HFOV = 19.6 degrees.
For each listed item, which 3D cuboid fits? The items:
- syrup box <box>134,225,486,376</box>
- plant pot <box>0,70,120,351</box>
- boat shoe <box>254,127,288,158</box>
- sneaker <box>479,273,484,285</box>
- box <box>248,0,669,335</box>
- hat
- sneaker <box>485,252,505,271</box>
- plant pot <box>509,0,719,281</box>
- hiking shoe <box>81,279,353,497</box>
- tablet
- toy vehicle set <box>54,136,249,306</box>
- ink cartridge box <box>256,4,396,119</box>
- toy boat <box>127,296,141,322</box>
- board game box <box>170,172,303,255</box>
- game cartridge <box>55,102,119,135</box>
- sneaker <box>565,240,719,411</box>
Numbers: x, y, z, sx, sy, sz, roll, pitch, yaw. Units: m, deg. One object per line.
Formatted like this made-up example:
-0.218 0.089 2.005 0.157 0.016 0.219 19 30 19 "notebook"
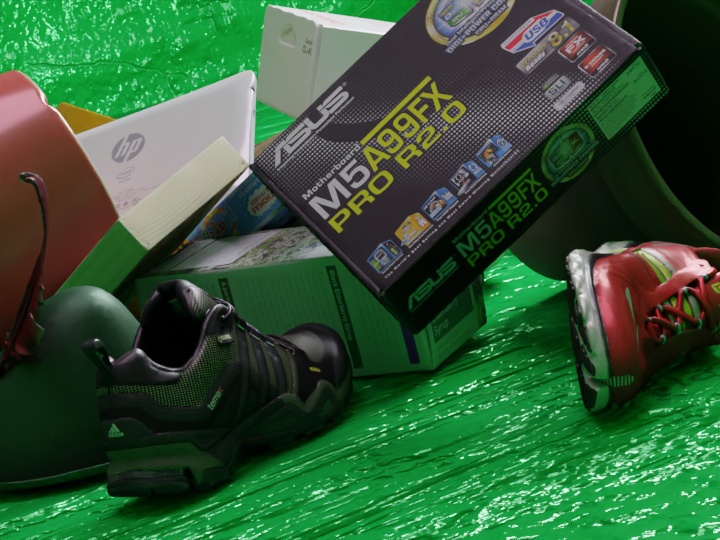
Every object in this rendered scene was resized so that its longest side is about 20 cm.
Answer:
-0.031 0.019 1.280 0.199 0.082 0.079 -5 18 31 "syrup box"
-0.266 -0.029 1.388 0.177 0.201 0.200 -34 15 -14 "plant pot"
-0.102 -0.077 1.655 0.199 0.065 0.072 -12 16 39 "boat shoe"
0.000 0.000 1.358 0.199 0.079 0.079 -8 17 32 "sneaker"
0.052 -0.080 1.188 0.200 0.044 0.160 -43 44 -1 "box"
-0.175 0.019 1.195 0.199 0.177 0.165 -4 13 41 "hat"
0.055 -0.039 1.502 0.104 0.076 0.200 -27 12 -36 "sneaker"
0.171 -0.075 1.306 0.199 0.201 0.173 -23 -2 -43 "plant pot"
-0.070 0.048 1.122 0.075 0.101 0.200 -6 12 31 "hiking shoe"
-0.165 -0.069 1.496 0.199 0.014 0.131 -18 45 18 "tablet"
-0.160 0.006 1.335 0.200 0.027 0.124 -45 0 39 "toy vehicle set"
0.030 -0.158 1.712 0.199 0.086 0.148 4 11 -21 "ink cartridge box"
-0.152 -0.012 1.580 0.199 0.131 0.131 -9 41 27 "toy boat"
-0.039 -0.049 1.401 0.151 0.037 0.200 -24 -11 -45 "board game box"
-0.223 -0.027 1.525 0.176 0.032 0.200 19 63 42 "game cartridge"
0.156 0.017 1.086 0.084 0.077 0.200 -4 13 18 "sneaker"
